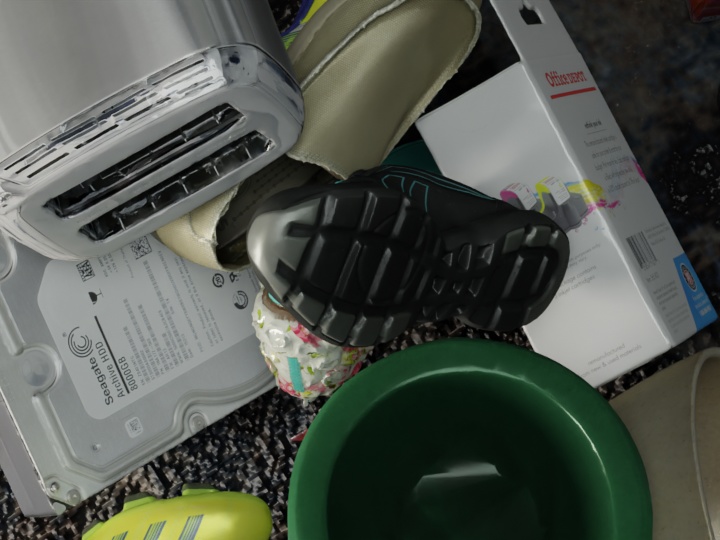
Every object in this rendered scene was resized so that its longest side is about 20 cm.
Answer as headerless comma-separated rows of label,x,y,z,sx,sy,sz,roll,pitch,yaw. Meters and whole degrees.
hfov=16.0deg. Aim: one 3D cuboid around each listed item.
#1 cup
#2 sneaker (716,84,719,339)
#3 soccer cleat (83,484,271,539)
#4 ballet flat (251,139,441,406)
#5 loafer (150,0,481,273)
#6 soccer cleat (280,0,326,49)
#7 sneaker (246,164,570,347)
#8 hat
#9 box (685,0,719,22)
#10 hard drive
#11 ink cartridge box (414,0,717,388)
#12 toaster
cup,0.140,0.154,1.272,0.143,0.200,0.201,-19,87,23
sneaker,0.223,0.001,1.330,0.104,0.060,0.200,-38,91,-7
soccer cleat,-0.128,0.166,1.199,0.200,0.065,0.084,-24,53,5
ballet flat,0.000,0.000,1.292,0.075,0.200,0.064,14,123,23
loafer,-0.014,-0.067,1.222,0.200,0.076,0.068,-42,47,6
soccer cleat,0.017,-0.164,1.336,0.084,0.065,0.200,43,87,4
sneaker,0.009,-0.010,1.170,0.079,0.200,0.076,32,105,37
hat,0.049,0.135,1.231,0.165,0.176,0.200,-3,64,-1
box,0.258,-0.204,1.325,0.200,0.095,0.100,-14,86,-1
hard drive,-0.108,0.016,1.263,0.200,0.038,0.140,-29,100,-35
ink cartridge box,0.097,-0.043,1.298,0.068,0.115,0.200,-28,86,19
toaster,-0.111,-0.096,1.174,0.200,0.114,0.129,-28,66,9
